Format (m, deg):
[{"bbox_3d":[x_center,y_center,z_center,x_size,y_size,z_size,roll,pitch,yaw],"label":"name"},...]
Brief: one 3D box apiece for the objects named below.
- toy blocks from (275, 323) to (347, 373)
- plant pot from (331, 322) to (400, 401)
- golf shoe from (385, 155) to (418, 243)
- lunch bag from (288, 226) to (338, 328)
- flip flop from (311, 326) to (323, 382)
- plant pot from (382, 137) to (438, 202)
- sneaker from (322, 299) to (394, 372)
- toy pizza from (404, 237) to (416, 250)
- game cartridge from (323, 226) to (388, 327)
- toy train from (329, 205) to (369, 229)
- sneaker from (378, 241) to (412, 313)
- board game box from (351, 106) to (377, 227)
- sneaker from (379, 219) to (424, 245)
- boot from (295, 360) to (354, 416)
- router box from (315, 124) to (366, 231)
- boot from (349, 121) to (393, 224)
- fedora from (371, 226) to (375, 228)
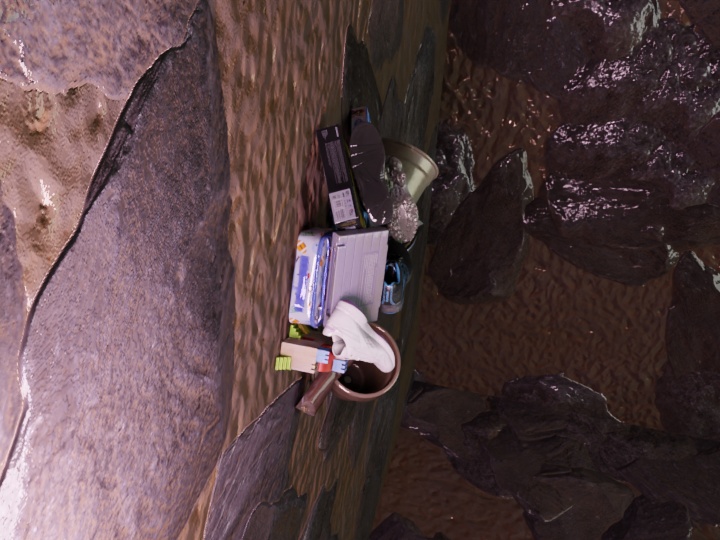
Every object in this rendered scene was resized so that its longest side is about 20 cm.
[{"bbox_3d":[-0.080,0.169,1.589,0.200,0.134,0.102,-27,126,-77],"label":"toy blocks"},{"bbox_3d":[-0.012,0.251,1.952,0.175,0.197,0.203,117,-10,-59],"label":"plant pot"},{"bbox_3d":[0.086,-0.166,1.770,0.097,0.077,0.204,-93,172,-75],"label":"golf shoe"},{"bbox_3d":[-0.091,0.016,1.575,0.160,0.074,0.204,-34,132,-73],"label":"lunch bag"},{"bbox_3d":[-0.080,0.175,1.807,0.081,0.056,0.204,-44,141,-73],"label":"flip flop"},{"bbox_3d":[0.086,-0.219,2.069,0.201,0.197,0.186,70,42,-69],"label":"plant pot"},{"bbox_3d":[-0.007,0.150,1.540,0.100,0.074,0.201,-52,124,-19],"label":"sneaker"},{"bbox_3d":[0.047,-0.066,1.961,0.032,0.197,0.201,65,27,-26],"label":"toy pizza"},{"bbox_3d":[-0.009,0.015,1.546,0.128,0.038,0.204,-11,117,-39],"label":"game cartridge"},{"bbox_3d":[-0.023,-0.129,1.801,0.201,0.085,0.116,77,15,-59],"label":"toy train"},{"bbox_3d":[0.076,-0.002,1.678,0.202,0.072,0.083,-83,172,-47],"label":"sneaker"},{"bbox_3d":[0.019,-0.241,1.782,0.202,0.040,0.202,-90,168,-51],"label":"board game box"},{"bbox_3d":[0.060,-0.114,1.853,0.199,0.121,0.084,-26,157,-51],"label":"sneaker"},{"bbox_3d":[-0.069,0.228,1.725,0.200,0.064,0.187,-49,164,-24],"label":"boot"},{"bbox_3d":[-0.035,-0.169,1.565,0.157,0.051,0.204,61,16,-74],"label":"router box"},{"bbox_3d":[0.021,-0.195,1.603,0.154,0.072,0.208,-107,-175,-88],"label":"boot"},{"bbox_3d":[0.000,0.000,1.689,0.201,0.080,0.205,3,90,-86],"label":"fedora"}]
